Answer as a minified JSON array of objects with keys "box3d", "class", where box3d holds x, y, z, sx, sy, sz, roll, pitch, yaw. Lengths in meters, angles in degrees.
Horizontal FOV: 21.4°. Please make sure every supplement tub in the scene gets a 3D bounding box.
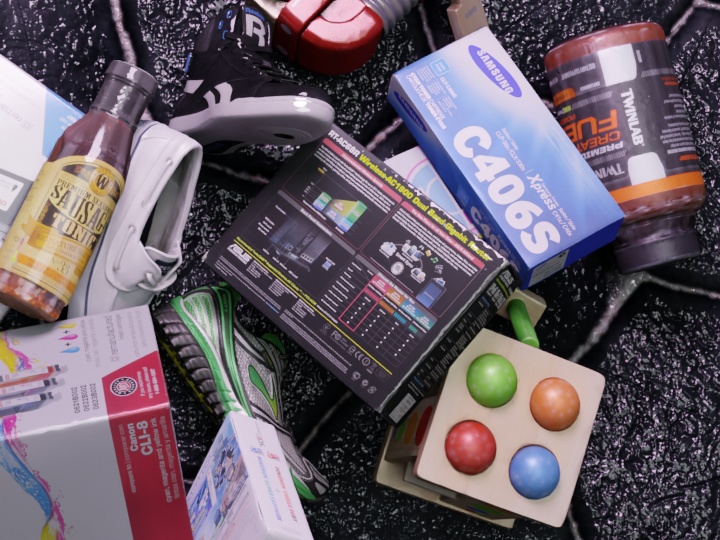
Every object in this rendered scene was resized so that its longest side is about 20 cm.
[{"box3d":[0.227,-0.101,1.601,0.107,0.107,0.201,-13,85,-16],"class":"supplement tub"}]

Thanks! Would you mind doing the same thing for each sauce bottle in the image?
[{"box3d":[-0.212,-0.062,1.420,0.066,0.066,0.201,25,79,-10],"class":"sauce bottle"}]

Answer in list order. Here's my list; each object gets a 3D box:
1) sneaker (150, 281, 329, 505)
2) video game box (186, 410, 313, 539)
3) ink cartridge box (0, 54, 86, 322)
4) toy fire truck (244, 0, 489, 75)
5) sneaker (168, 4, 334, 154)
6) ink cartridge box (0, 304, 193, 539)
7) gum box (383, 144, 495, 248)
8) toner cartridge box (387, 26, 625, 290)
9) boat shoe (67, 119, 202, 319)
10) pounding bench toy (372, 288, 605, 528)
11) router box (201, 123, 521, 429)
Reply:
[{"box3d":[-0.081,0.098,1.509,0.085,0.078,0.200,-33,91,-18],"class":"sneaker"},{"box3d":[-0.107,0.231,1.393,0.047,0.182,0.200,21,107,-22],"class":"video game box"},{"box3d":[-0.300,-0.053,1.471,0.144,0.084,0.200,35,75,-8],"class":"ink cartridge box"},{"box3d":[0.025,-0.217,1.572,0.200,0.129,0.176,42,75,5],"class":"toy fire truck"},{"box3d":[-0.084,-0.157,1.483,0.073,0.200,0.112,18,78,-34],"class":"sneaker"},{"box3d":[-0.235,0.136,1.392,0.199,0.145,0.145,-11,122,-7],"class":"ink cartridge box"},{"box3d":[0.063,-0.039,1.554,0.200,0.066,0.114,-25,69,-16],"class":"gum box"},{"box3d":[0.114,-0.091,1.520,0.095,0.043,0.200,-28,71,-18],"class":"toner cartridge box"},{"box3d":[-0.172,-0.014,1.475,0.065,0.073,0.201,21,104,29],"class":"boat shoe"},{"box3d":[0.113,0.091,1.518,0.124,0.156,0.201,21,77,-10],"class":"pounding bench toy"},{"box3d":[0.000,0.000,1.456,0.200,0.062,0.150,40,87,23],"class":"router box"}]
